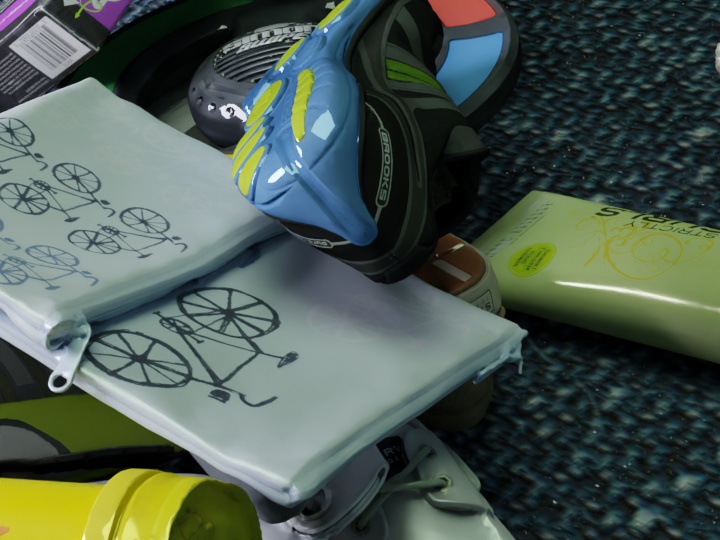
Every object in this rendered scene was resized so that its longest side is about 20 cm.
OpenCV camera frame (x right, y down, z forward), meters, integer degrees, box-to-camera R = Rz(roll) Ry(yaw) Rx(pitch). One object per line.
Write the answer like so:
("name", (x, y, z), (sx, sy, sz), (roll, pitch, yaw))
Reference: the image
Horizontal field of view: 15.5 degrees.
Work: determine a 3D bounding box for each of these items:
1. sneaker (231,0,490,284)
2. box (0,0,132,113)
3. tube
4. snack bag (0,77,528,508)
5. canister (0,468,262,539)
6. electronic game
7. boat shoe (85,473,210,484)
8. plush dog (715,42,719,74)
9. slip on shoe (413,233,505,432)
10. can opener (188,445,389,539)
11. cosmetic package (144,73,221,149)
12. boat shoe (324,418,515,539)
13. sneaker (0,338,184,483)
("sneaker", (0.004, -0.048, 0.962), (0.071, 0.083, 0.200), (-41, 14, 19))
("box", (-0.099, -0.160, 1.156), (0.200, 0.036, 0.143), (-60, 16, -23))
("tube", (0.123, 0.006, 1.030), (0.200, 0.052, 0.058), (15, 0, 40))
("snack bag", (-0.059, 0.001, 0.892), (0.200, 0.021, 0.189), (30, 25, 17))
("canister", (-0.141, 0.133, 0.827), (0.200, 0.149, 0.087), (2, -9, 20))
("electronic game", (-0.032, -0.077, 1.095), (0.200, 0.042, 0.200), (-9, 30, 5))
("boat shoe", (-0.130, 0.120, 0.906), (0.200, 0.072, 0.066), (-5, 34, -3))
("plush dog", (0.273, -0.107, 1.095), (0.172, 0.161, 0.200), (-4, 24, -44))
("slip on shoe", (0.000, 0.000, 1.057), (0.076, 0.061, 0.200), (-25, 30, -18))
("can opener", (-0.054, 0.021, 0.926), (0.053, 0.067, 0.200), (-36, 45, 0))
("cosmetic package", (-0.095, -0.054, 1.168), (0.083, 0.051, 0.200), (19, 42, 40))
("boat shoe", (0.004, 0.085, 0.921), (0.074, 0.067, 0.200), (-26, 37, -23))
("sneaker", (-0.155, 0.040, 0.947), (0.074, 0.081, 0.200), (-28, -20, 37))
